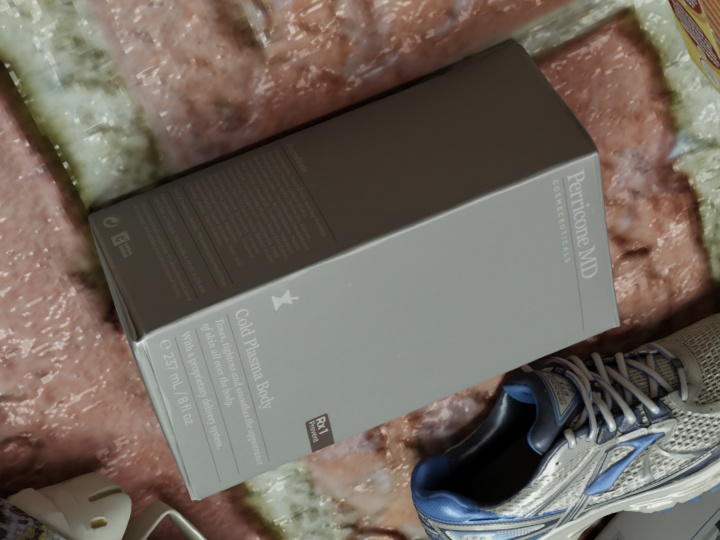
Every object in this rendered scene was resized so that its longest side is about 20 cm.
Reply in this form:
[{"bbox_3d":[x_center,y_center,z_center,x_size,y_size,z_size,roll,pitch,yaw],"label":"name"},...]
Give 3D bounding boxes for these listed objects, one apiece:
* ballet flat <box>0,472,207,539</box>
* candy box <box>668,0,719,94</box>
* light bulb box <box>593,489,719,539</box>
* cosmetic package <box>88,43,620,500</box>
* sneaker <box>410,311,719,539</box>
[{"bbox_3d":[-0.115,0.128,1.045,0.072,0.072,0.200,-43,137,13],"label":"ballet flat"},{"bbox_3d":[0.166,-0.160,0.927,0.116,0.057,0.200,-31,137,0],"label":"candy box"},{"bbox_3d":[0.225,0.183,1.234,0.198,0.125,0.200,18,120,-40],"label":"light bulb box"},{"bbox_3d":[0.000,0.000,0.963,0.199,0.090,0.107,-21,134,-6],"label":"cosmetic package"},{"bbox_3d":[0.111,0.076,1.107,0.199,0.077,0.085,-35,134,4],"label":"sneaker"}]
